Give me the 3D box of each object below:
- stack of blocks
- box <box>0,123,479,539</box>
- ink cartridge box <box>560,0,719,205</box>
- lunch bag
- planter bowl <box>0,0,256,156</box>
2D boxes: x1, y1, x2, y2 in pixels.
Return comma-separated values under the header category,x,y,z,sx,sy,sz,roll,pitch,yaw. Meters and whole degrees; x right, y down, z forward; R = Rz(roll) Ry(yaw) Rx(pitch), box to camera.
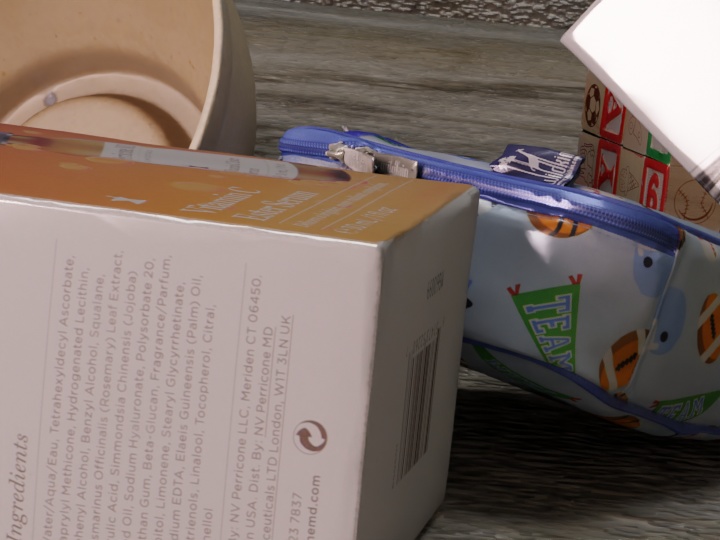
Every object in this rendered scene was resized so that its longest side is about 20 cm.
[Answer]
category,x,y,z,sx,sy,sz,roll,pitch,yaw
stack of blocks,0.211,-0.050,1.217,0.200,0.059,0.115,4,9,-15
box,-0.079,0.021,0.781,0.199,0.107,0.152,8,10,10
ink cartridge box,0.187,-0.044,1.037,0.200,0.084,0.145,48,13,15
lunch bag,0.056,0.004,0.930,0.160,0.076,0.200,16,-4,34
planter bowl,-0.121,-0.045,0.972,0.200,0.201,0.135,10,-16,22
